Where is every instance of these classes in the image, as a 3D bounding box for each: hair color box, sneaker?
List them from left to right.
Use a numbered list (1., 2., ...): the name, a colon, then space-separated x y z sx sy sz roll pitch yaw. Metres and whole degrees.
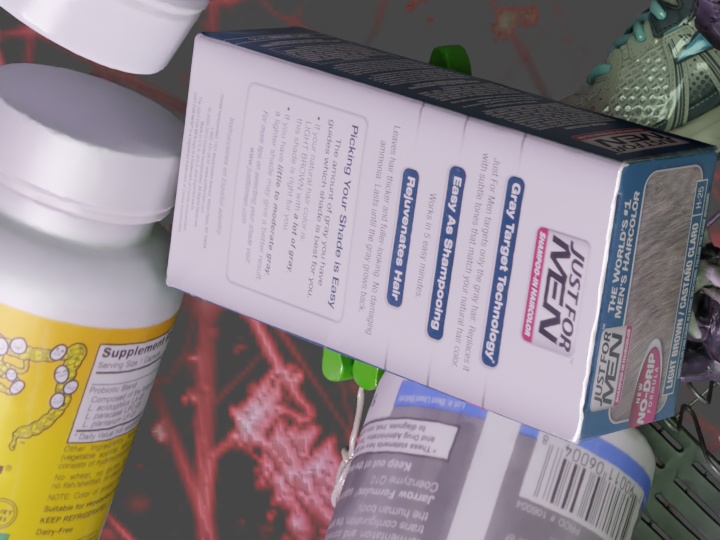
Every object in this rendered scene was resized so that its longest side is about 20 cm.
1. hair color box: 0.024 -0.018 0.991 0.200 0.060 0.100 20 110 39
2. sneaker: 0.134 -0.093 1.052 0.200 0.078 0.086 -23 101 1

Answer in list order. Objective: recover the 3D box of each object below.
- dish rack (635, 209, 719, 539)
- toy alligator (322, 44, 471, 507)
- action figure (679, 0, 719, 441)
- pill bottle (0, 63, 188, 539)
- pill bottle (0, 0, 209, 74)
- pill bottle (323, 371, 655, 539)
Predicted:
1. dish rack: 0.168 0.046 1.102 0.153 0.055 0.200 44 106 -10
2. toy alligator: 0.000 0.000 1.098 0.054 0.059 0.200 29 115 37
3. action figure: 0.159 -0.008 0.991 0.119 0.102 0.200 -9 121 -9
4. pill bottle: -0.134 0.027 1.081 0.113 0.113 0.200 20 109 -4
5. pill bottle: -0.058 -0.177 1.005 0.114 0.114 0.200 32 108 -8
6. pill bottle: 0.031 0.144 1.044 0.114 0.114 0.200 21 72 -4
